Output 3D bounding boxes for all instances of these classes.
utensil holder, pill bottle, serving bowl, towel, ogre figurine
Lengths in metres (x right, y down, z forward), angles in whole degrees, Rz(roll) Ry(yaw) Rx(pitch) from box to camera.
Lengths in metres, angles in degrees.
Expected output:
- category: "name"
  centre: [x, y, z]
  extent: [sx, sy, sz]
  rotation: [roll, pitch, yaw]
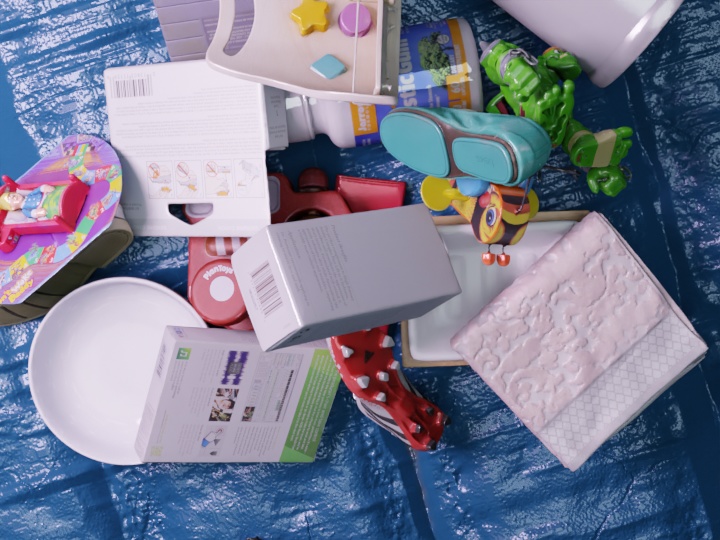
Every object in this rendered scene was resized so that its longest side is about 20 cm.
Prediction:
- category: "utensil holder"
  centre: [0.210, -0.306, 1.080]
  extent: [0.200, 0.170, 0.170]
  rotation: [37, 96, -4]
- category: "pill bottle"
  centre: [0.017, -0.185, 1.122]
  extent: [0.199, 0.112, 0.112]
  rotation: [-10, 98, 0]
- category: "serving bowl"
  centre: [-0.245, 0.101, 1.182]
  extent: [0.199, 0.066, 0.201]
  rotation: [0, 98, 0]
- category: "towel"
  centre: [0.223, 0.074, 1.120]
  extent: [0.200, 0.032, 0.191]
  rotation: [-42, 97, 3]
- category: "ogre figurine"
  centre: [0.175, -0.154, 1.049]
  extent: [0.200, 0.120, 0.098]
  rotation: [13, 119, -36]

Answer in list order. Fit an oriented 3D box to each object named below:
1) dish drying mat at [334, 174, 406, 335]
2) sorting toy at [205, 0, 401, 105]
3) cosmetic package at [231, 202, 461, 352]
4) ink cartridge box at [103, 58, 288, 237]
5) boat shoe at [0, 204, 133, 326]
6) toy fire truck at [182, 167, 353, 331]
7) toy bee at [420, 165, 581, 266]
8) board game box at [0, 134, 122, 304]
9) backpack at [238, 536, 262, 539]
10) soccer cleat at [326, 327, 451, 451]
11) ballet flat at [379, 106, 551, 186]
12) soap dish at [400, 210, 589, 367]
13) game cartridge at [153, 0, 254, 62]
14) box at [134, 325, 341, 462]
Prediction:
- category: "dish drying mat"
  centre: [0.000, 0.000, 1.195]
  extent: [0.077, 0.018, 0.201]
  rotation: [7, 97, -1]
- category: "sorting toy"
  centre: [-0.051, -0.241, 1.019]
  extent: [0.179, 0.107, 0.201]
  rotation: [3, 83, 1]
- category: "cosmetic package"
  centre: [-0.011, 0.004, 1.040]
  extent: [0.200, 0.074, 0.102]
  rotation: [-8, 73, -40]
- category: "ink cartridge box"
  centre: [-0.164, -0.123, 1.117]
  extent: [0.199, 0.044, 0.174]
  rotation: [2, 102, 30]
- category: "boat shoe"
  centre: [-0.326, -0.013, 1.167]
  extent: [0.200, 0.075, 0.069]
  rotation: [-33, 66, 14]
- category: "toy fire truck"
  centre: [-0.087, -0.023, 1.145]
  extent: [0.199, 0.112, 0.169]
  rotation: [-4, 79, 10]
- category: "toy bee"
  centre: [0.121, -0.064, 1.073]
  extent: [0.130, 0.200, 0.109]
  rotation: [9, 101, -7]
- category: "board game box"
  centre: [-0.332, -0.062, 1.118]
  extent: [0.200, 0.158, 0.039]
  rotation: [-41, 140, 3]
- category: "backpack"
  centre: [-0.062, 0.413, 1.188]
  extent: [0.182, 0.147, 0.201]
  rotation: [7, 101, 1]
- category: "soccer cleat"
  centre: [0.016, 0.117, 1.153]
  extent: [0.200, 0.085, 0.069]
  rotation: [49, 63, -30]
- category: "ballet flat"
  centre: [0.100, -0.118, 1.020]
  extent: [0.070, 0.200, 0.068]
  rotation: [-23, 116, -28]
- category: "soap dish"
  centre: [0.139, 0.017, 1.167]
  extent: [0.199, 0.081, 0.158]
  rotation: [-3, 98, -1]
- category: "game cartridge"
  centre: [-0.103, -0.267, 1.112]
  extent: [0.199, 0.130, 0.038]
  rotation: [-8, 55, 0]
- category: "box"
  centre: [-0.120, 0.131, 1.144]
  extent: [0.199, 0.036, 0.145]
  rotation: [7, 113, -30]
